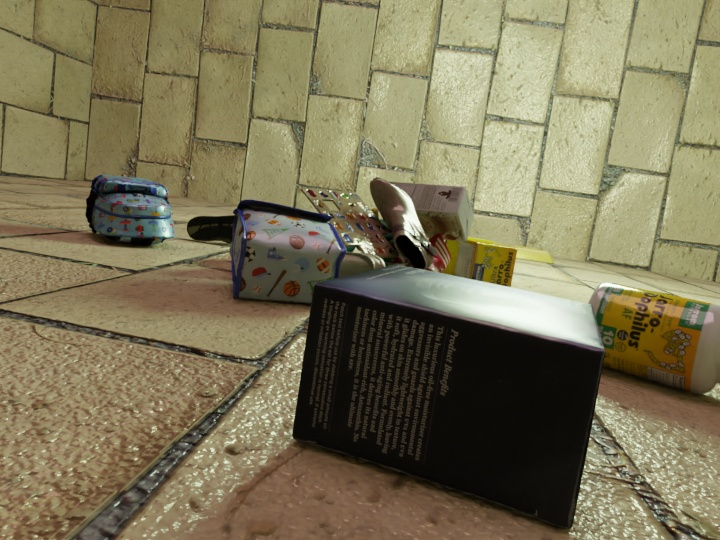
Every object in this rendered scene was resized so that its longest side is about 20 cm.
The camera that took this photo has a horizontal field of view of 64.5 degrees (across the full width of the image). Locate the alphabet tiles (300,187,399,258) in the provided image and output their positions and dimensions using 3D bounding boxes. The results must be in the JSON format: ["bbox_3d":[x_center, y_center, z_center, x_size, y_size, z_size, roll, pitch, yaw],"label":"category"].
[{"bbox_3d":[-0.010,-0.096,1.146,0.166,0.008,0.201,-3,48,-49],"label":"alphabet tiles"}]

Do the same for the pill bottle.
[{"bbox_3d":[0.397,0.089,0.729,0.198,0.115,0.112,15,10,37],"label":"pill bottle"}]

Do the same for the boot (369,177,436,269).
[{"bbox_3d":[0.082,-0.090,1.156,0.200,0.070,0.147,46,22,-12],"label":"boot"}]

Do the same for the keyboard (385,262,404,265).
[{"bbox_3d":[0.000,0.000,1.179,0.197,0.056,0.011,4,49,-32],"label":"keyboard"}]

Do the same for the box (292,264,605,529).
[{"bbox_3d":[0.081,0.075,0.461,0.195,0.125,0.200,13,9,18],"label":"box"}]

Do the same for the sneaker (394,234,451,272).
[{"bbox_3d":[0.124,-0.041,1.336,0.198,0.079,0.115,27,53,31],"label":"sneaker"}]

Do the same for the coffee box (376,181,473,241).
[{"bbox_3d":[0.153,-0.138,1.336,0.197,0.081,0.115,8,-29,28],"label":"coffee box"}]

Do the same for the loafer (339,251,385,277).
[{"bbox_3d":[-0.044,0.002,1.048,0.198,0.077,0.068,2,4,36],"label":"loafer"}]

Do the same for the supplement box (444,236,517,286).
[{"bbox_3d":[0.292,-0.022,1.431,0.108,0.111,0.200,6,9,-14],"label":"supplement box"}]

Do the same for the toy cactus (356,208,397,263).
[{"bbox_3d":[0.060,-0.085,1.282,0.162,0.104,0.200,-9,23,-16],"label":"toy cactus"}]

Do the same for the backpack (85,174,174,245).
[{"bbox_3d":[-0.503,-0.130,1.264,0.180,0.137,0.199,2,13,-33],"label":"backpack"}]

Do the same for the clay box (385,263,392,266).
[{"bbox_3d":[0.076,0.024,1.091,0.113,0.048,0.199,4,8,-31],"label":"clay box"}]

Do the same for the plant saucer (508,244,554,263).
[{"bbox_3d":[0.757,-0.079,2.583,0.196,0.049,0.200,9,8,0],"label":"plant saucer"}]

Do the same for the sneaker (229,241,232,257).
[{"bbox_3d":[-0.178,-0.054,1.200,0.197,0.089,0.076,-21,-30,-4],"label":"sneaker"}]

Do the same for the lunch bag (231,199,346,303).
[{"bbox_3d":[-0.126,-0.042,0.938,0.167,0.126,0.200,9,22,-17],"label":"lunch bag"}]

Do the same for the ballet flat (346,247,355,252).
[{"bbox_3d":[-0.106,-0.040,1.252,0.197,0.068,0.071,-8,33,24],"label":"ballet flat"}]

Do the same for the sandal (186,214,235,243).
[{"bbox_3d":[-0.345,-0.105,1.475,0.197,0.081,0.057,7,-6,-6],"label":"sandal"}]
